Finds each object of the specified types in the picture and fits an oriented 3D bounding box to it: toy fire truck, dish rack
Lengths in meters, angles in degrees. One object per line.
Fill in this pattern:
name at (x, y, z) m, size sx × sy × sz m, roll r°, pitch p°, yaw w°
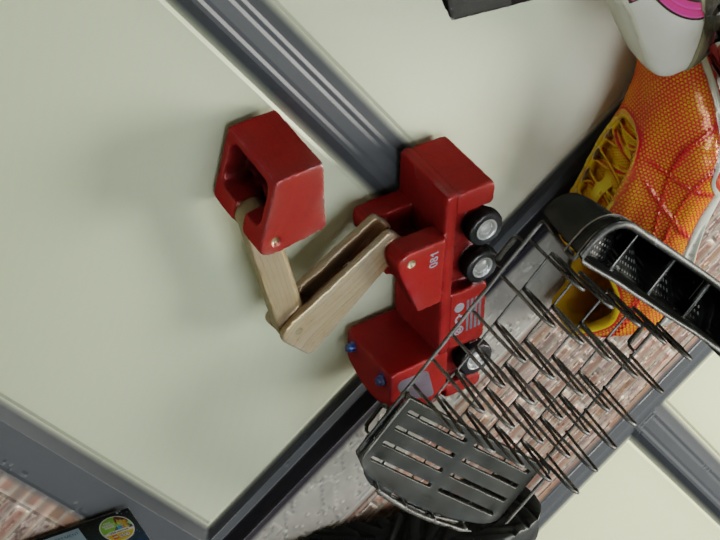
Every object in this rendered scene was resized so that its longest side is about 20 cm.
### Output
toy fire truck at (0.000, 0.000, 1.052) m, size 0.140 × 0.049 × 0.201 m, roll -21°, pitch 136°, yaw -24°
dish rack at (0.096, 0.060, 1.099) m, size 0.200 × 0.055 × 0.153 m, roll -51°, pitch 136°, yaw 10°

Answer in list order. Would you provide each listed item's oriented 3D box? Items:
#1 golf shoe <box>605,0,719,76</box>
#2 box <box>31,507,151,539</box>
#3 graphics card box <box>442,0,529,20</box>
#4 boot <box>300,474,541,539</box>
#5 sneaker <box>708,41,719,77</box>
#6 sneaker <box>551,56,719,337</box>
golf shoe at (0.110, -0.167, 0.987) m, size 0.092 × 0.073 × 0.201 m, roll -31°, pitch 129°, yaw -6°
box at (-0.179, 0.229, 1.109) m, size 0.136 × 0.038 × 0.201 m, roll -17°, pitch 133°, yaw -29°
graphics card box at (0.119, -0.191, 0.887) m, size 0.199 × 0.051 × 0.126 m, roll -13°, pitch 131°, yaw -1°
boot at (0.020, 0.224, 1.242) m, size 0.199 × 0.076 × 0.169 m, roll -20°, pitch 131°, yaw -35°
sneaker at (0.244, -0.110, 1.065) m, size 0.115 × 0.079 × 0.200 m, roll -30°, pitch -178°, yaw 9°
sneaker at (0.148, -0.041, 1.126) m, size 0.077 × 0.073 × 0.201 m, roll -9°, pitch 127°, yaw -21°
